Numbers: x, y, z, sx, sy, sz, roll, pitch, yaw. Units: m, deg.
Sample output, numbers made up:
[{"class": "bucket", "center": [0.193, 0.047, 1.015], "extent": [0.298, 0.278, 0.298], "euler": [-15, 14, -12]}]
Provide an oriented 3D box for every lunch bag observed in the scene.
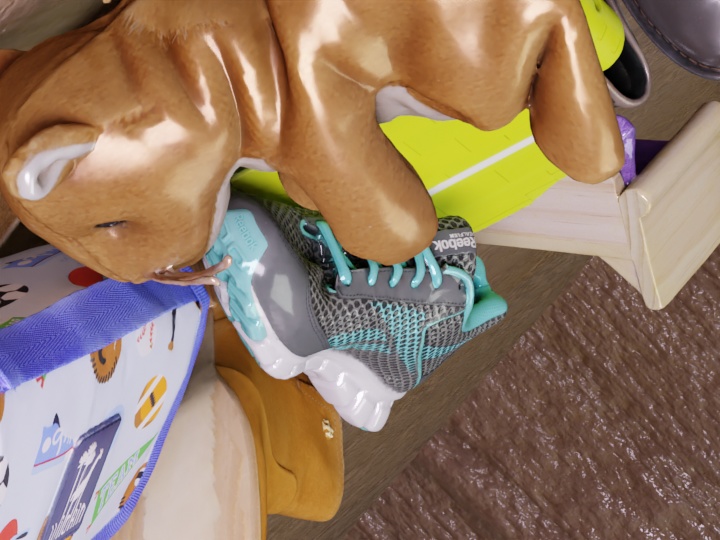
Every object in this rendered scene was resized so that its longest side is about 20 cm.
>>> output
[{"class": "lunch bag", "center": [-0.157, 0.069, 0.732], "extent": [0.200, 0.124, 0.170], "euler": [-34, 179, 23]}]

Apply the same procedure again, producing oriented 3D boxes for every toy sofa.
[{"class": "toy sofa", "center": [0.070, -0.051, 1.038], "extent": [0.200, 0.098, 0.083], "euler": [6, -145, 37]}]

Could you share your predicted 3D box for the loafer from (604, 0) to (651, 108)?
[{"class": "loafer", "center": [0.071, -0.135, 0.898], "extent": [0.072, 0.063, 0.200], "euler": [-56, 144, -14]}]

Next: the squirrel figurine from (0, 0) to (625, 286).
[{"class": "squirrel figurine", "center": [-0.039, -0.089, 0.683], "extent": [0.187, 0.142, 0.200], "euler": [-21, 126, 0]}]

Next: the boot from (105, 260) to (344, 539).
[{"class": "boot", "center": [-0.044, 0.080, 0.864], "extent": [0.071, 0.201, 0.144], "euler": [-27, 145, 17]}]

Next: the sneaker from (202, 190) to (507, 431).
[{"class": "sneaker", "center": [0.000, 0.000, 0.871], "extent": [0.091, 0.078, 0.200], "euler": [-31, 160, 9]}]

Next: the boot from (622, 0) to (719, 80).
[{"class": "boot", "center": [0.107, -0.165, 0.849], "extent": [0.069, 0.200, 0.174], "euler": [-23, -178, 12]}]

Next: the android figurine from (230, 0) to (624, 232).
[{"class": "android figurine", "center": [0.021, -0.059, 0.881], "extent": [0.182, 0.041, 0.200], "euler": [-28, 156, 18]}]

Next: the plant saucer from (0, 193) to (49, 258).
[{"class": "plant saucer", "center": [-0.097, -0.047, 0.876], "extent": [0.200, 0.035, 0.200], "euler": [-44, 171, -9]}]
